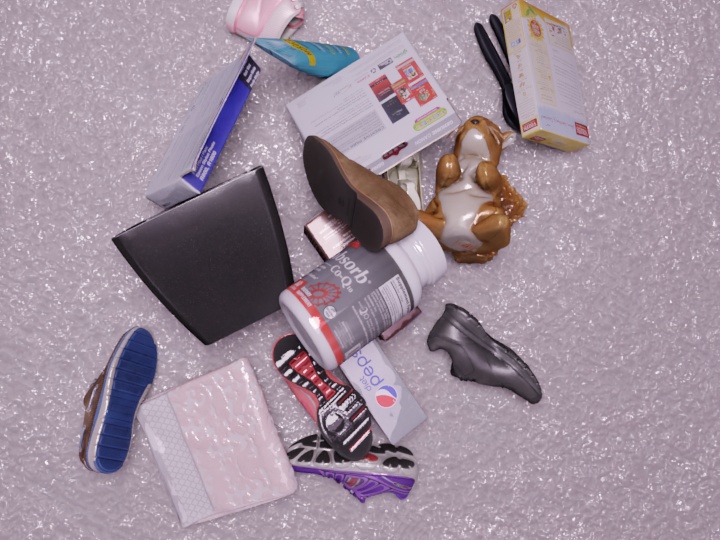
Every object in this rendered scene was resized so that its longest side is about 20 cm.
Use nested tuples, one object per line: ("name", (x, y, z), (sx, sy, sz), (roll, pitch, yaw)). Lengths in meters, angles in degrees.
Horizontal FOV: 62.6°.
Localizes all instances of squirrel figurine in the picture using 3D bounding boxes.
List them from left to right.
("squirrel figurine", (0.167, -0.117, 0.863), (0.140, 0.200, 0.190), (1, 70, 27))

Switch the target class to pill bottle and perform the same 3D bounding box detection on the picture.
("pill bottle", (0.006, 0.023, 0.752), (0.199, 0.116, 0.117), (-35, 92, -16))

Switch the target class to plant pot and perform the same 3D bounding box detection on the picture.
("plant pot", (-0.189, -0.019, 0.808), (0.198, 0.199, 0.179), (-25, 103, -6))

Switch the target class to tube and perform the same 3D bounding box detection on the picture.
("tube", (-0.069, -0.295, 0.825), (0.077, 0.199, 0.051), (28, 115, 21))

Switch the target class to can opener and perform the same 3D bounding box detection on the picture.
("can opener", (0.234, -0.306, 0.921), (0.062, 0.079, 0.203), (-18, 81, 2))

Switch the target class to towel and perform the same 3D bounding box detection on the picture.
("towel", (-0.208, 0.249, 0.846), (0.189, 0.032, 0.203), (-22, 91, 8))

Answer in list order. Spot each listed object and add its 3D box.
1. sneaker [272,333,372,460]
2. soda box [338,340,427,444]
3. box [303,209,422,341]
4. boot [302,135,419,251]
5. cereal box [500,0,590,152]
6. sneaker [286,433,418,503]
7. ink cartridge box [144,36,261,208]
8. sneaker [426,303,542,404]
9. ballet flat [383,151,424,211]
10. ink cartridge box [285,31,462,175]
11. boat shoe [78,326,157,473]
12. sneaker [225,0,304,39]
("sneaker", (-0.051, 0.177, 0.850), (0.073, 0.087, 0.201), (-35, 83, -13))
("soda box", (0.013, 0.152, 0.878), (0.068, 0.063, 0.201), (-35, 92, -7))
("box", (0.000, 0.000, 0.864), (0.074, 0.100, 0.201), (-33, 92, -6))
("boot", (-0.004, -0.104, 0.750), (0.075, 0.074, 0.200), (-20, 55, -33))
("cereal box", (0.279, -0.287, 0.888), (0.142, 0.039, 0.203), (2, 78, -41))
("sneaker", (-0.015, 0.299, 0.867), (0.197, 0.081, 0.085), (11, 104, 0))
("ink cartridge box", (-0.201, -0.187, 0.786), (0.040, 0.199, 0.202), (31, 71, -29))
("sneaker", (0.186, 0.141, 0.901), (0.199, 0.076, 0.091), (40, 94, 4))
("ballet flat", (0.068, -0.141, 0.894), (0.068, 0.069, 0.203), (-7, 88, -6))
("ink cartridge box", (0.023, -0.203, 0.840), (0.198, 0.084, 0.177), (-30, 69, 3))
("boat shoe", (-0.349, 0.175, 0.829), (0.071, 0.072, 0.203), (-6, 60, 32))
("sneaker", (-0.112, -0.427, 0.880), (0.104, 0.075, 0.202), (27, 93, 0))
